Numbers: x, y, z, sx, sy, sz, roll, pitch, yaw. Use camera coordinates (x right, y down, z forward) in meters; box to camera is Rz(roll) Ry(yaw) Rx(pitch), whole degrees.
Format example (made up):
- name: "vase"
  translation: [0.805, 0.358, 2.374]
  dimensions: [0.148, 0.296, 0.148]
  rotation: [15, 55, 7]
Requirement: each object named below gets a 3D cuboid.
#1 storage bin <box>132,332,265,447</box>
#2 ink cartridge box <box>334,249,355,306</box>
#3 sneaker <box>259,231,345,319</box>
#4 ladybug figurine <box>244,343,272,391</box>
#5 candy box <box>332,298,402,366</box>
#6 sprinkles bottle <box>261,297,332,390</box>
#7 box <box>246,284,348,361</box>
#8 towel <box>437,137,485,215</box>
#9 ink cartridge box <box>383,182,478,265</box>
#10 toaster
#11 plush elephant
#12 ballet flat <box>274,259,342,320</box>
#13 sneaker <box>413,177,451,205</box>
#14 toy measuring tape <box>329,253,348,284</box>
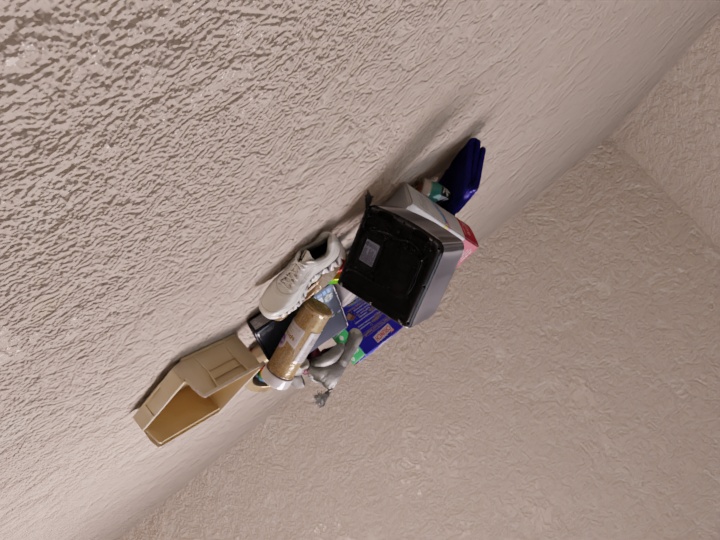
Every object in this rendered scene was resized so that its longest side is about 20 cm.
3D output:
- name: "storage bin"
  translation: [-0.336, 0.246, 1.275]
  dimensions: [0.200, 0.094, 0.198]
  rotation: [-46, 169, 31]
- name: "ink cartridge box"
  translation: [0.000, 0.000, 1.464]
  dimensions: [0.200, 0.084, 0.146]
  rotation: [-33, 168, -37]
- name: "sneaker"
  translation: [-0.113, 0.004, 1.135]
  dimensions: [0.200, 0.075, 0.081]
  rotation: [-46, 163, -11]
- name: "ladybug figurine"
  translation: [-0.242, 0.242, 1.584]
  dimensions: [0.135, 0.072, 0.200]
  rotation: [1, 138, -27]
- name: "candy box"
  translation: [-0.009, 0.119, 1.617]
  dimensions: [0.169, 0.200, 0.077]
  rotation: [-31, 167, -40]
- name: "sprinkles bottle"
  translation: [-0.134, 0.154, 1.288]
  dimensions: [0.200, 0.068, 0.068]
  rotation: [-59, 165, 15]
- name: "box"
  translation: [-0.133, 0.116, 1.350]
  dimensions: [0.200, 0.051, 0.158]
  rotation: [-32, 138, -15]
- name: "towel"
  translation: [0.217, -0.182, 1.370]
  dimensions: [0.200, 0.049, 0.148]
  rotation: [124, -21, -60]
- name: "ink cartridge box"
  translation: [0.126, -0.071, 1.308]
  dimensions: [0.146, 0.200, 0.083]
  rotation: [-45, -147, 26]
- name: "toaster"
  translation: [0.075, -0.022, 1.151]
  dimensions: [0.119, 0.181, 0.200]
  rotation: [-10, 125, -57]
- name: "plush elephant"
  translation: [-0.115, 0.217, 1.487]
  dimensions: [0.200, 0.155, 0.165]
  rotation: [-59, 179, -37]
- name: "ballet flat"
  translation: [-0.123, 0.024, 1.224]
  dimensions: [0.200, 0.068, 0.072]
  rotation: [-39, 151, 13]
- name: "sneaker"
  translation: [0.129, -0.120, 1.372]
  dimensions: [0.200, 0.080, 0.072]
  rotation: [127, -24, -50]
- name: "toy measuring tape"
  translation: [-0.015, -0.014, 1.285]
  dimensions: [0.199, 0.074, 0.074]
  rotation: [-7, 164, -7]
